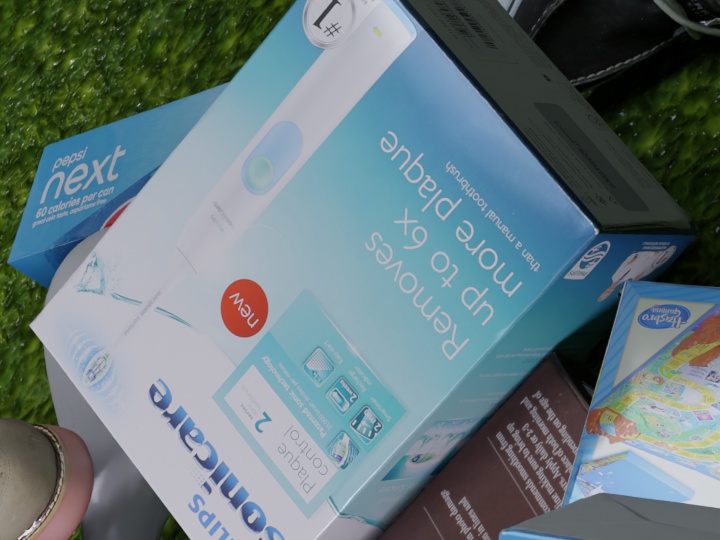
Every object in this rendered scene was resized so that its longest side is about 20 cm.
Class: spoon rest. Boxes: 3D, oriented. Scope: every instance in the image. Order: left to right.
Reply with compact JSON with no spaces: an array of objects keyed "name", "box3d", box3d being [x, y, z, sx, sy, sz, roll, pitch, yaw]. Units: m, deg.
[{"name":"spoon rest","box3d":[-0.092,0.074,1.217,0.061,0.099,0.200,-35,47,56]}]

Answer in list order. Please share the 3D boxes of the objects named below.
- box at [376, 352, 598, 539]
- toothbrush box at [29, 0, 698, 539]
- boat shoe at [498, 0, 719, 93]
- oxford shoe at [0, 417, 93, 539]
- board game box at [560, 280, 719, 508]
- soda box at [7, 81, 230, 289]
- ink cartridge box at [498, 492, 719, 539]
[{"name":"box","box3d":[0.040,0.139,0.995,0.200,0.075,0.100,-46,34,10]},{"name":"toothbrush box","box3d":[-0.002,0.003,1.039,0.200,0.085,0.146,-48,67,24]},{"name":"boat shoe","box3d":[0.130,-0.126,1.112,0.200,0.072,0.071,-38,32,21]},{"name":"oxford shoe","box3d":[-0.203,0.124,1.187,0.200,0.074,0.071,-44,51,17]},{"name":"board game box","box3d":[0.159,0.076,0.866,0.200,0.034,0.135,6,63,29]},{"name":"soda box","box3d":[-0.070,-0.035,1.298,0.200,0.064,0.068,-15,50,46]},{"name":"ink cartridge box","box3d":[0.101,0.172,0.812,0.116,0.067,0.200,6,99,30]}]
